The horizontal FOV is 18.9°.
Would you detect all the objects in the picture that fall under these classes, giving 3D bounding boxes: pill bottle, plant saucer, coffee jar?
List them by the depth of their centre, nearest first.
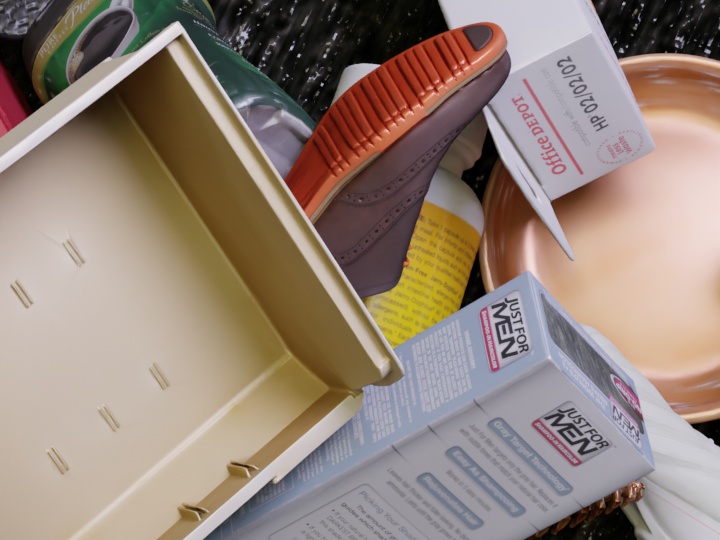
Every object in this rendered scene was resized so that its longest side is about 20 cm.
[{"bbox_3d":[0.000,0.000,1.130,0.112,0.113,0.201,16,80,9],"label":"pill bottle"},{"bbox_3d":[-0.103,-0.089,1.132,0.104,0.085,0.200,-47,43,8],"label":"coffee jar"},{"bbox_3d":[0.163,-0.015,1.157,0.199,0.037,0.202,-1,78,6],"label":"plant saucer"}]

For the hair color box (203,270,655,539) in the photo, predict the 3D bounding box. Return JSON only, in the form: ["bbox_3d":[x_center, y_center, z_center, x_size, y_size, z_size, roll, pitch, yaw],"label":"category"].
[{"bbox_3d":[0.028,0.093,1.033,0.199,0.099,0.061,-30,40,20],"label":"hair color box"}]

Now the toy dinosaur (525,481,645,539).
[{"bbox_3d":[0.056,0.169,1.084,0.102,0.200,0.136,-16,67,-44],"label":"toy dinosaur"}]

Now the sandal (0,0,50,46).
[{"bbox_3d":[-0.156,-0.211,1.223,0.075,0.045,0.201,33,78,5],"label":"sandal"}]

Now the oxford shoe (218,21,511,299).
[{"bbox_3d":[0.005,-0.037,1.040,0.200,0.071,0.072,-42,113,13],"label":"oxford shoe"}]

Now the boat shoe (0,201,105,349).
[{"bbox_3d":[-0.117,0.038,1.032,0.066,0.200,0.074,-45,47,-2],"label":"boat shoe"}]

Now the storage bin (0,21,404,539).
[{"bbox_3d":[-0.114,0.037,0.926,0.200,0.094,0.199,-40,106,-22],"label":"storage bin"}]

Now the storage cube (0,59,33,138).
[{"bbox_3d":[-0.241,-0.026,1.131,0.199,0.171,0.180,-32,75,-1],"label":"storage cube"}]

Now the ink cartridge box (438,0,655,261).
[{"bbox_3d":[0.089,-0.119,1.109,0.068,0.115,0.201,-26,55,11],"label":"ink cartridge box"}]

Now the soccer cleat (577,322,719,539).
[{"bbox_3d":[0.162,0.105,1.102,0.077,0.069,0.201,-33,99,-12],"label":"soccer cleat"}]
